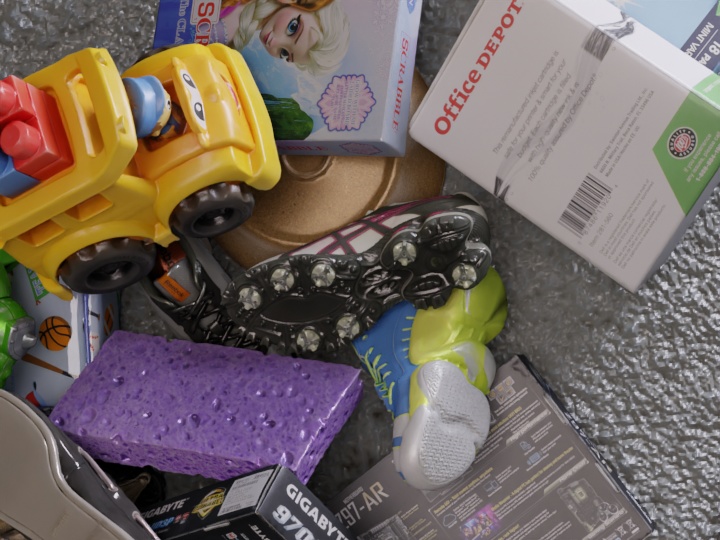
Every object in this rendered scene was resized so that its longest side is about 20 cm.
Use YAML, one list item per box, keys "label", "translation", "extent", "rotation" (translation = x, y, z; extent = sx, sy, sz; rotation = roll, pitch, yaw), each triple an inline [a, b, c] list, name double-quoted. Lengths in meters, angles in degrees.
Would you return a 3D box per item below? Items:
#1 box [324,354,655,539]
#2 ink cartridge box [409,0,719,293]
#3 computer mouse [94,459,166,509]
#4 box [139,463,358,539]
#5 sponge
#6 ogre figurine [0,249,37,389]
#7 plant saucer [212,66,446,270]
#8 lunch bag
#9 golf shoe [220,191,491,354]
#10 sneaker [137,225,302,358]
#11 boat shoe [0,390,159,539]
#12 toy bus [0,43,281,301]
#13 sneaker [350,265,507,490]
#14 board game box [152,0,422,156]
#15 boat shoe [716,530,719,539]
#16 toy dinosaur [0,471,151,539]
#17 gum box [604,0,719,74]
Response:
- label: "box"
  translation: [0.085, 0.183, 1.398]
  extent: [0.200, 0.044, 0.160]
  rotation: [-39, 81, 7]
- label: "ink cartridge box"
  translation: [0.157, -0.105, 1.356]
  extent: [0.200, 0.084, 0.146]
  rotation: [37, 115, 11]
- label: "computer mouse"
  translation: [-0.254, 0.162, 1.445]
  extent: [0.199, 0.110, 0.044]
  rotation: [-13, 53, 17]
- label: "box"
  translation: [-0.048, 0.228, 1.336]
  extent: [0.159, 0.046, 0.200]
  rotation: [-23, 118, 44]
- label: "sponge"
  translation: [-0.109, 0.097, 1.356]
  extent: [0.199, 0.112, 0.030]
  rotation: [8, 129, 22]
- label: "ogre figurine"
  translation: [-0.302, 0.015, 1.390]
  extent: [0.120, 0.098, 0.201]
  rotation: [-34, 62, 29]
- label: "plant saucer"
  translation: [-0.037, -0.086, 1.438]
  extent: [0.199, 0.035, 0.201]
  rotation: [-1, 87, 11]
- label: "lunch bag"
  translation: [-0.263, 0.030, 1.459]
  extent: [0.160, 0.076, 0.201]
  rotation: [-2, 86, 13]
- label: "golf shoe"
  translation: [0.000, 0.000, 1.383]
  extent: [0.199, 0.088, 0.077]
  rotation: [-16, 114, 14]
- label: "sneaker"
  translation: [-0.115, 0.033, 1.426]
  extent: [0.074, 0.079, 0.200]
  rotation: [-39, 86, 7]
- label: "boat shoe"
  translation: [-0.196, 0.159, 1.305]
  extent: [0.067, 0.057, 0.200]
  rotation: [-48, 62, 4]
- label: "toy bus"
  translation: [-0.182, -0.088, 1.311]
  extent: [0.200, 0.192, 0.136]
  rotation: [-26, 66, 15]
- label: "sneaker"
  translation: [0.038, 0.079, 1.364]
  extent: [0.105, 0.200, 0.076]
  rotation: [-13, 125, 32]
- label: "board game box"
  translation: [-0.053, -0.183, 1.405]
  extent: [0.199, 0.041, 0.201]
  rotation: [1, 78, 25]
- label: "boat shoe"
  translation: [0.262, 0.208, 1.357]
  extent: [0.057, 0.067, 0.201]
  rotation: [24, 88, 27]
- label: "toy dinosaur"
  translation: [-0.246, 0.187, 1.377]
  extent: [0.199, 0.101, 0.058]
  rotation: [-5, 109, -4]
- label: "gum box"
  translation: [0.215, -0.251, 1.391]
  extent: [0.200, 0.045, 0.170]
  rotation: [39, 95, 9]
